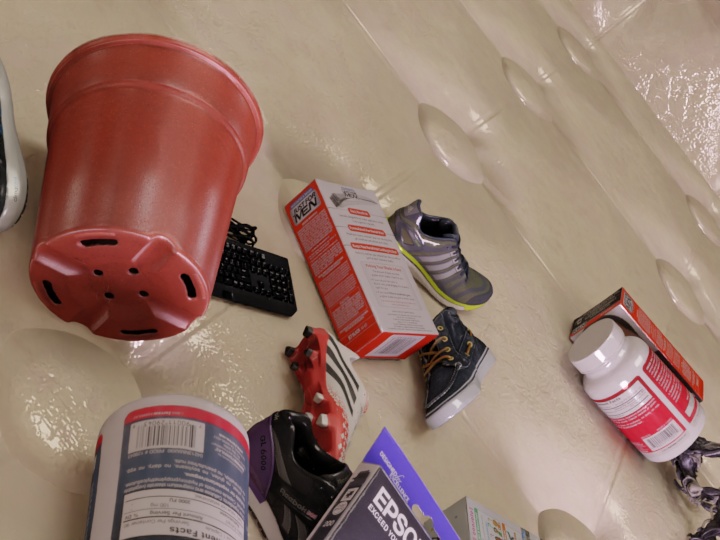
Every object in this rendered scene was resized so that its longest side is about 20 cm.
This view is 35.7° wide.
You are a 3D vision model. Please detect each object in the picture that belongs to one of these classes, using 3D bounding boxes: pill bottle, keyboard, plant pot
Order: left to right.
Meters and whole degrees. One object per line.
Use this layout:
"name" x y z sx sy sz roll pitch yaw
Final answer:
"plant pot" -0.191 -0.060 0.958 0.200 0.200 0.197 32 43 -31
"pill bottle" -0.139 0.202 0.801 0.119 0.119 0.202 32 36 -31
"keyboard" -0.137 -0.021 1.129 0.199 0.039 0.105 19 44 -46
"pill bottle" 0.394 0.169 1.610 0.200 0.112 0.113 46 30 -11

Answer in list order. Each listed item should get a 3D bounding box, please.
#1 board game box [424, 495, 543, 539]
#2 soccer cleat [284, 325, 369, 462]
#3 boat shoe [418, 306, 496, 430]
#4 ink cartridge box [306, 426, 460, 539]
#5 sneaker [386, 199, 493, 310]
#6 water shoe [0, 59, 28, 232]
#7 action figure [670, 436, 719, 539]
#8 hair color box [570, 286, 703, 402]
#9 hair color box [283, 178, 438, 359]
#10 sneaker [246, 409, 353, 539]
"board game box" 0.159 0.341 1.137 0.199 0.064 0.149 36 32 -31
"soccer cleat" -0.026 0.140 1.088 0.085 0.069 0.201 28 33 -30
"boat shoe" 0.094 0.110 1.295 0.091 0.071 0.200 50 22 -1
"ink cartridge box" 0.034 0.270 0.951 0.199 0.043 0.200 56 47 -19
"sneaker" 0.107 -0.018 1.431 0.199 0.081 0.074 32 35 -32
"water shoe" -0.334 -0.126 0.927 0.078 0.071 0.202 5 53 -50
"action figure" 0.510 0.306 1.629 0.120 0.100 0.202 88 1 -49
"hair color box" 0.420 0.136 1.695 0.200 0.101 0.061 47 29 -8
"hair color box" 0.000 0.000 1.278 0.110 0.064 0.202 7 54 -51
"sneaker" -0.034 0.215 0.969 0.201 0.087 0.076 55 29 4
